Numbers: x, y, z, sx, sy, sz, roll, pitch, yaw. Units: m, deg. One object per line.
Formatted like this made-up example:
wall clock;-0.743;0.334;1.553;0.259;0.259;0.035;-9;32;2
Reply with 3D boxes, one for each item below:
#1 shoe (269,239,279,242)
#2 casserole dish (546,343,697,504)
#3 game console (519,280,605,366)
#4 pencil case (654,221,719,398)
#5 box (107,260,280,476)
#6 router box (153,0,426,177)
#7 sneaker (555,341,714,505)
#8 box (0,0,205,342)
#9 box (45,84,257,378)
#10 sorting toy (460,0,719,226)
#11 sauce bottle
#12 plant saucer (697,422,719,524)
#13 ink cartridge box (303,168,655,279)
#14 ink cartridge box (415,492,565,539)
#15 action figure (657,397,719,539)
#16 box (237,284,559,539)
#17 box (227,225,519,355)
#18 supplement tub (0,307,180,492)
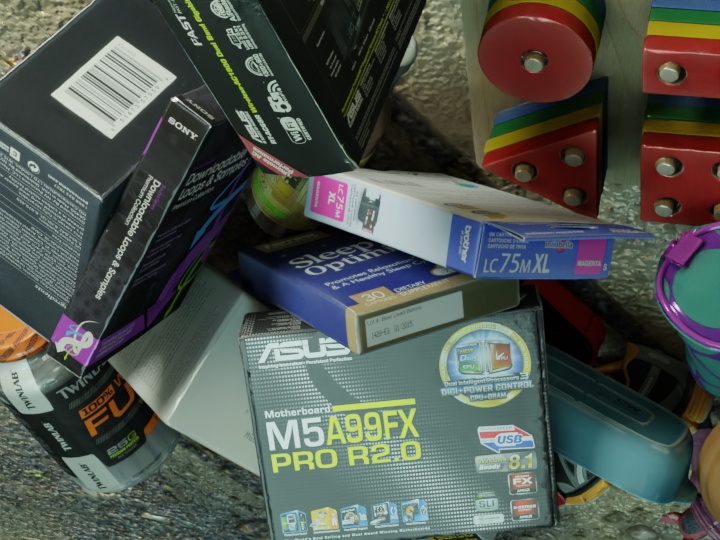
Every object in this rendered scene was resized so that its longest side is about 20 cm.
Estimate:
shoe;0.001;0.011;1.109;0.199;0.070;0.054;6;112;32
casserole dish;0.159;0.100;1.090;0.199;0.121;0.039;30;108;17
game console;0.072;0.039;1.183;0.177;0.031;0.199;41;137;-20
pencil case;0.244;0.030;0.982;0.085;0.093;0.200;-36;157;5
box;-0.089;0.073;1.134;0.152;0.107;0.200;33;178;-26
router box;-0.026;-0.172;0.793;0.062;0.201;0.150;0;141;29
sneaker;0.193;0.116;1.198;0.077;0.079;0.200;33;134;-11
box;-0.179;-0.064;1.024;0.107;0.149;0.201;34;144;8
box;-0.119;-0.037;0.980;0.036;0.143;0.201;34;117;8
sorting toy;0.157;-0.107;0.917;0.197;0.070;0.201;7;143;15
sauce bottle;-0.019;-0.095;1.012;0.064;0.065;0.200;24;142;-9
plant saucer;0.332;0.150;1.038;0.198;0.038;0.201;6;137;5
ink cartridge box;0.070;-0.028;0.943;0.119;0.042;0.199;0;-168;-40
ink cartridge box;0.043;0.177;1.262;0.175;0.084;0.200;43;151;-14
action figure;0.309;0.159;1.130;0.134;0.149;0.200;44;111;-8
box;0.028;0.099;1.011;0.198;0.044;0.162;-5;111;4
box;0.000;0.000;1.010;0.200;0.120;0.033;24;125;57
supplement tub;-0.244;0.089;1.292;0.121;0.123;0.201;-3;140;26
